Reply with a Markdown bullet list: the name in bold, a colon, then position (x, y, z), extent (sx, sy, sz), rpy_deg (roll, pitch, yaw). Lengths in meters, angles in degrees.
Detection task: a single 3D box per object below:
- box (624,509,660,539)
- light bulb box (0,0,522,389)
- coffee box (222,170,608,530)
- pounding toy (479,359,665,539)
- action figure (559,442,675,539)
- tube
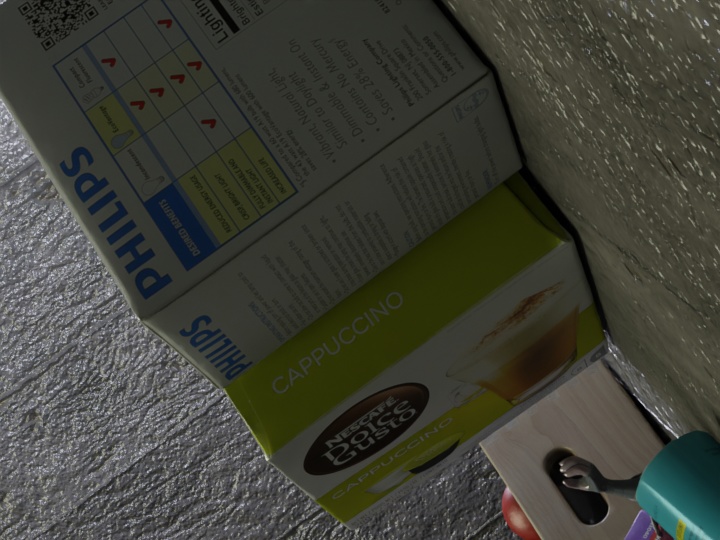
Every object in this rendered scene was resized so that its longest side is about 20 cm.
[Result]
- **box**: position (0.171, 0.263, 1.020), extent (0.137, 0.201, 0.039), rpy_deg (38, 168, -30)
- **light bulb box**: position (-0.058, -0.085, 0.871), extent (0.199, 0.199, 0.125), rpy_deg (54, 179, 24)
- **coffee box**: position (0.000, 0.000, 1.002), extent (0.200, 0.199, 0.198), rpy_deg (54, 179, 24)
- **pounding toy**: position (0.163, 0.191, 1.141), extent (0.200, 0.142, 0.184), rpy_deg (58, -178, 40)
- **action figure**: position (0.192, 0.159, 0.908), extent (0.201, 0.148, 0.134), rpy_deg (-95, -13, -51)
- **tube**: position (0.213, 0.157, 0.810), extent (0.200, 0.050, 0.078), rpy_deg (46, 176, 38)
